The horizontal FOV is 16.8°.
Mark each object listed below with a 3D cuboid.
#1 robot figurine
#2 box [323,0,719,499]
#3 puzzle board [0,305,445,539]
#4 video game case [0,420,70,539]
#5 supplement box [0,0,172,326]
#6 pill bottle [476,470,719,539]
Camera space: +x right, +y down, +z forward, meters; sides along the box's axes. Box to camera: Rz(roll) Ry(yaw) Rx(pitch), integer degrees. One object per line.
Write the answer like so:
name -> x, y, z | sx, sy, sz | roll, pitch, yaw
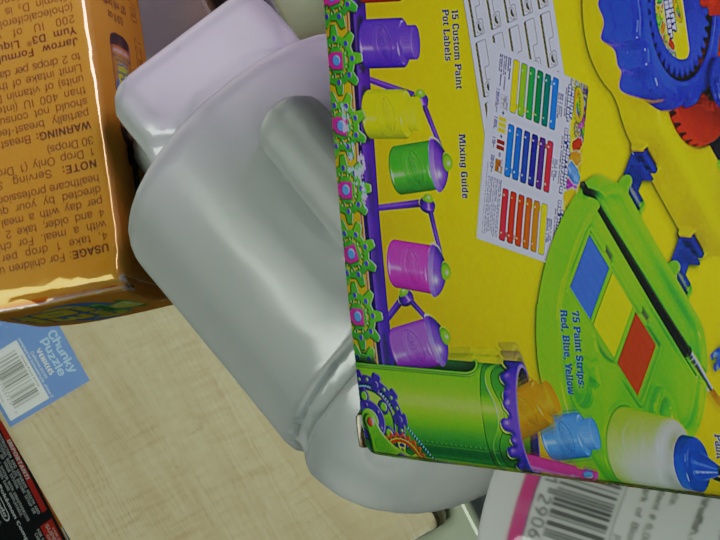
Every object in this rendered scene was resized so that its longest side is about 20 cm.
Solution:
robot figurine -> 0.000, 0.000, 0.826 | 0.200, 0.113, 0.170 | 50, 174, 18
box -> 0.099, -0.056, 0.589 | 0.192, 0.122, 0.201 | 4, 102, 44
puzzle board -> -0.074, 0.042, 0.950 | 0.150, 0.017, 0.201 | -31, 89, 27
video game case -> -0.117, 0.096, 1.050 | 0.181, 0.025, 0.201 | -36, 79, 47
supplement box -> -0.117, -0.082, 0.893 | 0.068, 0.067, 0.201 | -13, 80, 14
pill bottle -> 0.143, 0.099, 0.716 | 0.199, 0.113, 0.114 | 16, 118, 30
